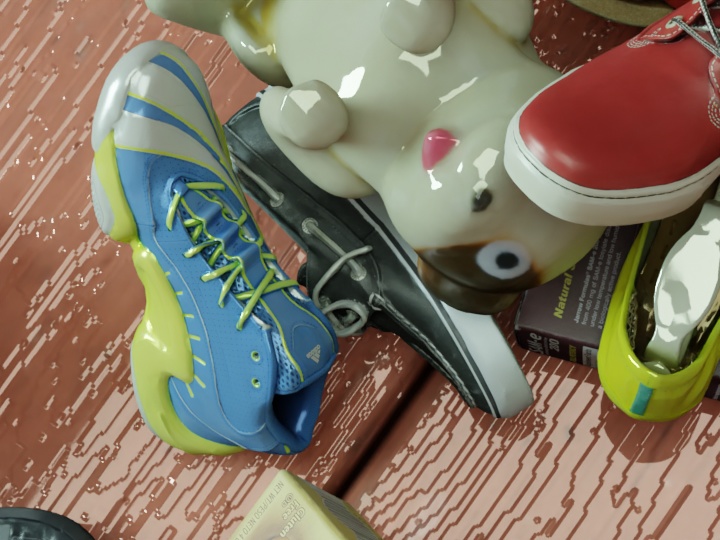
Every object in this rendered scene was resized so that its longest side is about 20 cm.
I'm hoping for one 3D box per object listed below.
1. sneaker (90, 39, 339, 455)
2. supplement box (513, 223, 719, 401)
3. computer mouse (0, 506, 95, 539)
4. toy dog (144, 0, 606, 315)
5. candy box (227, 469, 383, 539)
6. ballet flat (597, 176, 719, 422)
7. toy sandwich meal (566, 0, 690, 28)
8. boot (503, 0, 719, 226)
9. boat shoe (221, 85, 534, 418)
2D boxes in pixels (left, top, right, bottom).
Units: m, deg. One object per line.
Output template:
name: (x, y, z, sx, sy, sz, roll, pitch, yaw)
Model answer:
sneaker: (-0.054, -0.003, 0.914, 0.104, 0.201, 0.076, 15, 37, 32)
supplement box: (0.178, 0.005, 0.936, 0.199, 0.061, 0.110, 15, 79, 9)
computer mouse: (-0.196, 0.147, 0.966, 0.199, 0.053, 0.140, 8, 78, 19)
toy dog: (0.027, -0.075, 0.896, 0.139, 0.194, 0.200, -39, 62, 7)
candy box: (-0.004, 0.189, 0.869, 0.116, 0.055, 0.200, -54, 43, 6)
ballet flat: (0.154, -0.031, 0.882, 0.066, 0.067, 0.201, 20, 78, 11)
toy sandwich meal: (0.139, -0.183, 0.842, 0.203, 0.070, 0.206, -3, 121, -5)
boot: (0.145, -0.103, 0.786, 0.199, 0.145, 0.072, -26, 61, -35)
boat shoe: (0.000, -0.001, 0.953, 0.068, 0.074, 0.200, -37, 77, -6)
